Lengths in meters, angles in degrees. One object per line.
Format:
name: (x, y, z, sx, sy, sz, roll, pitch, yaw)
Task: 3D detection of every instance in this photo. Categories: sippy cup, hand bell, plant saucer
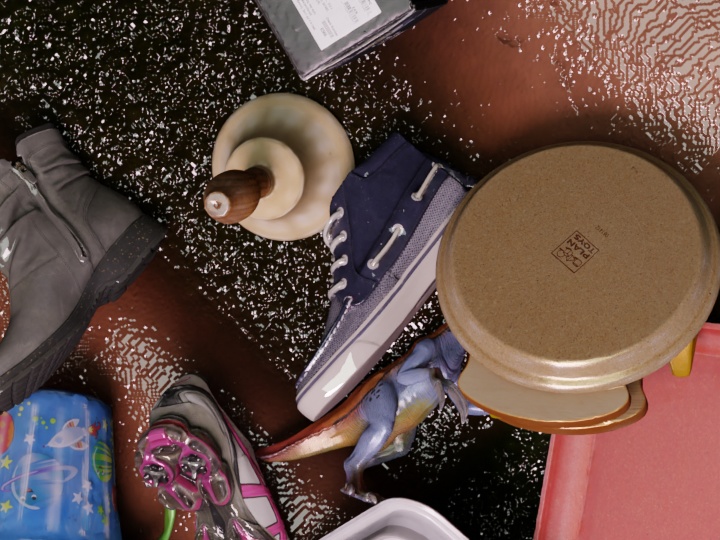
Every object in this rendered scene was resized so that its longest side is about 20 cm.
sippy cup: (-0.229, 0.153, 1.272, 0.139, 0.177, 0.131, -8, 72, 41)
hand bell: (-0.070, -0.054, 1.173, 0.103, 0.200, 0.105, 2, 101, 9)
plant saucer: (0.200, 0.134, 1.174, 0.036, 0.199, 0.202, 14, 85, -35)

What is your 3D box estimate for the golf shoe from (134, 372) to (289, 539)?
golf shoe: (-0.089, 0.164, 1.280, 0.072, 0.092, 0.201, -10, 122, 20)

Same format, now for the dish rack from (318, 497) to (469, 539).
dish rack: (0.054, 0.251, 1.232, 0.200, 0.044, 0.172, 41, 140, -9)

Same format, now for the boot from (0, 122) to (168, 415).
boot: (-0.236, -0.002, 1.240, 0.130, 0.200, 0.068, 38, 147, 0)

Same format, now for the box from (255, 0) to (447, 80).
box: (-0.037, -0.233, 1.154, 0.086, 0.164, 0.201, -30, 93, 13)

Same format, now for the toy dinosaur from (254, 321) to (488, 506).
toy dinosaur: (0.033, 0.073, 1.242, 0.199, 0.105, 0.183, 19, 83, 18)

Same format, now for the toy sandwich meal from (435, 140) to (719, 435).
toy sandwich meal: (0.142, 0.011, 1.166, 0.203, 0.070, 0.207, -6, 59, 10)

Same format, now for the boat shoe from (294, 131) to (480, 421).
boat shoe: (0.000, 0.000, 1.222, 0.093, 0.075, 0.200, 38, 78, 6)
